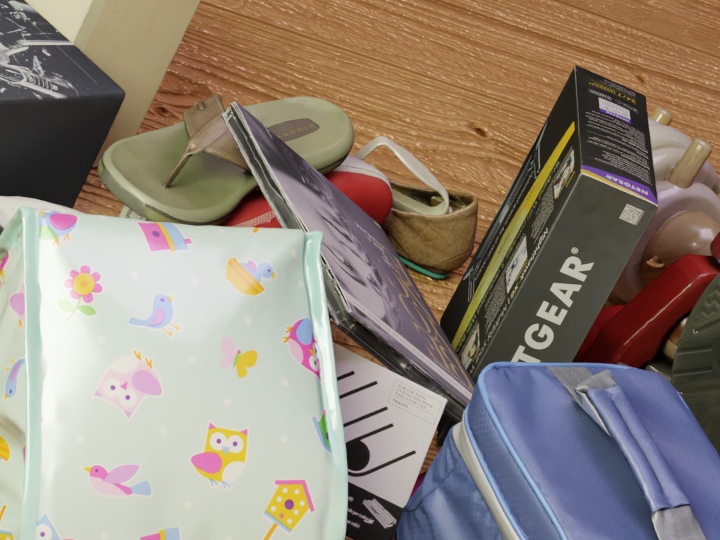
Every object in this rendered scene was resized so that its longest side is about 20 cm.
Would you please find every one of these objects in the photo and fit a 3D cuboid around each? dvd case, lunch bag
[{"bbox_3d":[0.000,0.000,1.502,0.149,0.016,0.200,40,14,-42],"label":"dvd case"},{"bbox_3d":[0.117,0.132,1.320,0.136,0.132,0.200,1,43,-34],"label":"lunch bag"},{"bbox_3d":[-0.100,0.082,1.291,0.170,0.122,0.201,3,71,-24],"label":"lunch bag"}]

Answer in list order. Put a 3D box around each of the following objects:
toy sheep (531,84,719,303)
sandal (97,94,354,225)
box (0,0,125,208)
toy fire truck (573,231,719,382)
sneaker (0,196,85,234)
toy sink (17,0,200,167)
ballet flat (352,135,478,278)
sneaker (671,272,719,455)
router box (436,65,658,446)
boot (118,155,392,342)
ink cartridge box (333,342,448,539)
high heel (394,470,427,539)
[{"bbox_3d":[0.186,-0.048,1.840,0.138,0.138,0.200,8,22,-36],"label":"toy sheep"},{"bbox_3d":[-0.079,-0.079,1.582,0.080,0.057,0.201,39,39,22],"label":"sandal"},{"bbox_3d":[-0.275,-0.114,1.536,0.200,0.104,0.182,42,27,26],"label":"box"},{"bbox_3d":[0.228,0.041,1.671,0.200,0.168,0.112,5,33,-39],"label":"toy fire truck"},{"bbox_3d":[-0.206,-0.008,1.468,0.200,0.074,0.080,15,14,-35],"label":"sneaker"},{"bbox_3d":[-0.179,-0.179,1.640,0.130,0.200,0.112,40,28,26],"label":"toy sink"},{"bbox_3d":[-0.011,-0.060,1.734,0.200,0.072,0.068,22,25,-12],"label":"ballet flat"},{"bbox_3d":[0.243,0.097,1.597,0.076,0.200,0.114,-4,-6,37],"label":"sneaker"},{"bbox_3d":[0.109,-0.002,1.598,0.052,0.200,0.157,23,27,-9],"label":"router box"},{"bbox_3d":[-0.031,-0.001,1.613,0.200,0.073,0.144,-12,46,-42],"label":"boot"},{"bbox_3d":[-0.062,0.070,1.401,0.200,0.094,0.044,27,-19,-13],"label":"ink cartridge box"},{"bbox_3d":[0.093,0.107,1.498,0.200,0.096,0.067,-4,42,-49],"label":"high heel"}]
